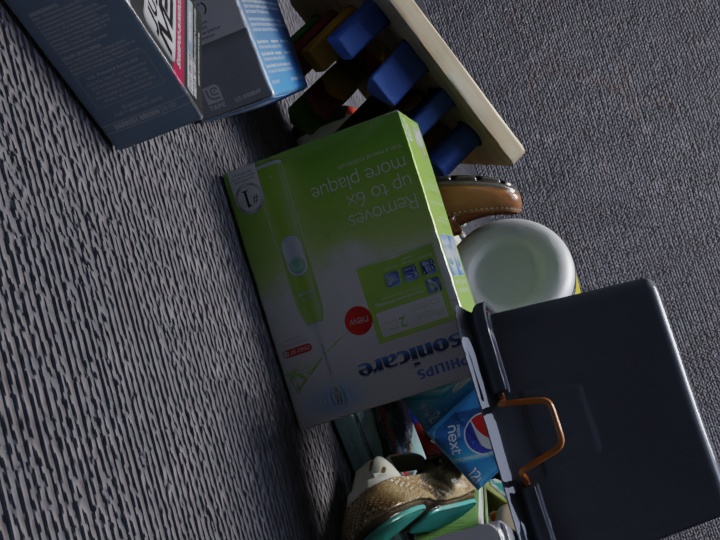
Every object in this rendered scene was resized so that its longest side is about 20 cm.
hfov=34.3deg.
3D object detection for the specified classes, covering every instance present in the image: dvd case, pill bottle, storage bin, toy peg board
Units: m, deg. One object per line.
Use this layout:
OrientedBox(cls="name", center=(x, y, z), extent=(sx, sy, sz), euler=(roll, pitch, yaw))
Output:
OrientedBox(cls="dvd case", center=(0.022, 0.156, 1.057), extent=(0.200, 0.022, 0.147), euler=(-63, 134, -72))
OrientedBox(cls="pill bottle", center=(0.144, 0.050, 1.031), extent=(0.200, 0.111, 0.113), euler=(62, 14, -56))
OrientedBox(cls="storage bin", center=(0.157, 0.101, 0.778), extent=(0.146, 0.133, 0.202), euler=(37, 35, -69))
OrientedBox(cls="toy peg board", center=(0.010, -0.146, 1.016), extent=(0.200, 0.098, 0.199), euler=(49, -12, -20))

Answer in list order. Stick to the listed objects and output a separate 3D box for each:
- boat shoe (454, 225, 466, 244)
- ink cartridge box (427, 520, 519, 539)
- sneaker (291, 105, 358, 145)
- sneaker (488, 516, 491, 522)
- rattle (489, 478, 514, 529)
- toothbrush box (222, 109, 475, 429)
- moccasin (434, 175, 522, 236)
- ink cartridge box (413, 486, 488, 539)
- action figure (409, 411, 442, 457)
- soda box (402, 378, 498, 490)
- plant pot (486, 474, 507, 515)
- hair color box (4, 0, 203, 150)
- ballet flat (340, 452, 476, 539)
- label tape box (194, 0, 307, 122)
OrientedBox(cls="boat shoe", center=(0.101, -0.002, 1.186), extent=(0.065, 0.074, 0.202), euler=(-35, 83, -35))
OrientedBox(cls="ink cartridge box", center=(0.059, 0.242, 0.794), extent=(0.200, 0.144, 0.085), euler=(48, 26, -63))
OrientedBox(cls="sneaker", center=(-0.008, -0.096, 1.185), extent=(0.201, 0.067, 0.109), euler=(23, 47, -78))
OrientedBox(cls="sneaker", center=(0.137, 0.339, 1.184), extent=(0.099, 0.077, 0.202), euler=(51, 25, -68))
OrientedBox(cls="rattle", center=(0.173, 0.247, 0.999), extent=(0.200, 0.142, 0.131), euler=(-28, 100, -75))
OrientedBox(cls="toothbrush box", center=(0.000, 0.000, 0.886), extent=(0.086, 0.144, 0.202), euler=(-7, 79, -77))
OrientedBox(cls="moccasin", center=(0.035, -0.031, 0.956), extent=(0.074, 0.199, 0.079), euler=(121, -44, -87))
OrientedBox(cls="ink cartridge box", center=(0.084, 0.251, 1.047), extent=(0.200, 0.059, 0.105), euler=(-76, 159, -65))
OrientedBox(cls="action figure", center=(0.073, 0.088, 1.222), extent=(0.065, 0.098, 0.201), euler=(-78, 145, -69))
OrientedBox(cls="soda box", center=(0.082, 0.118, 1.012), extent=(0.068, 0.064, 0.200), euler=(48, -1, -10))
OrientedBox(cls="plant pot", center=(0.186, 0.237, 1.277), extent=(0.201, 0.198, 0.191), euler=(-96, -171, -45))
OrientedBox(cls="hair color box", center=(-0.156, -0.174, 0.638), extent=(0.200, 0.060, 0.100), euler=(58, 18, -46))
OrientedBox(cls="ballet flat", center=(0.027, 0.180, 0.927), extent=(0.066, 0.070, 0.200), euler=(54, 18, 20))
OrientedBox(cls="label tape box", center=(-0.113, -0.222, 0.899), extent=(0.143, 0.066, 0.202), euler=(-55, 124, -76))
